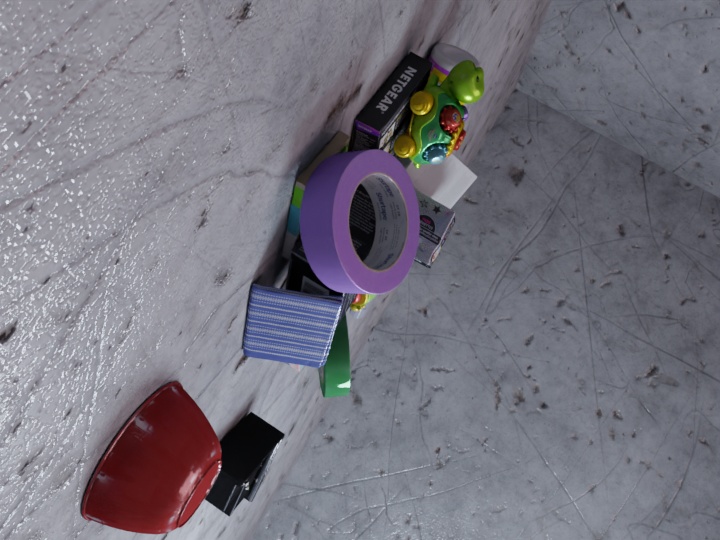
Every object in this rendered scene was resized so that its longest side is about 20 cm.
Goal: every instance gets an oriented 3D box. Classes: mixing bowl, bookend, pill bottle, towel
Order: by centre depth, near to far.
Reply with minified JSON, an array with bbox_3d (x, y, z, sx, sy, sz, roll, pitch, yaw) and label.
[{"bbox_3d":[-0.251,0.262,0.907,0.202,0.107,0.200,-58,172,-13],"label":"mixing bowl"},{"bbox_3d":[-0.111,0.090,1.112,0.201,0.142,0.024,109,-13,-50],"label":"towel"},{"bbox_3d":[0.156,-0.337,1.393,0.104,0.103,0.202,-49,166,-53],"label":"pill bottle"},{"bbox_3d":[-0.267,0.432,1.432,0.201,0.091,0.200,-64,170,21],"label":"bookend"}]

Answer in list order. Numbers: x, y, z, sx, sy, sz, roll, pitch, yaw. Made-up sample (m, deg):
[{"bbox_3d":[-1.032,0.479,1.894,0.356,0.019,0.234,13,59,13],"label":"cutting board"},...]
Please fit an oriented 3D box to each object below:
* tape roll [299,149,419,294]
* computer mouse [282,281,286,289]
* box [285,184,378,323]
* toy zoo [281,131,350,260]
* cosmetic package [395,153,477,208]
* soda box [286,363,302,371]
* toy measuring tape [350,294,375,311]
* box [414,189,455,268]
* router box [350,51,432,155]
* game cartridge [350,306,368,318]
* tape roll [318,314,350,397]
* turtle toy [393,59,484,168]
[{"bbox_3d":[0.004,-0.069,1.002,0.198,0.065,0.205,-2,92,-49],"label":"tape roll"},{"bbox_3d":[-0.082,-0.004,1.266,0.201,0.043,0.110,-56,172,-32],"label":"computer mouse"},{"bbox_3d":[-0.028,-0.033,1.142,0.201,0.103,0.149,-56,170,-34],"label":"box"},{"bbox_3d":[-0.072,-0.102,1.076,0.132,0.020,0.201,-55,170,-37],"label":"toy zoo"},{"bbox_3d":[0.139,-0.204,1.383,0.102,0.071,0.199,-49,144,11],"label":"cosmetic package"},{"bbox_3d":[-0.131,0.130,1.331,0.064,0.068,0.201,-57,171,-20],"label":"soda box"},{"bbox_3d":[0.000,0.000,1.314,0.074,0.072,0.203,-51,152,-47],"label":"toy measuring tape"},{"bbox_3d":[0.073,-0.104,1.332,0.116,0.198,0.132,-61,172,1],"label":"box"},{"bbox_3d":[0.049,-0.254,1.196,0.201,0.050,0.150,-56,169,-33],"label":"router box"},{"bbox_3d":[0.031,0.055,2.195,0.202,0.040,0.133,-62,175,3],"label":"game cartridge"},{"bbox_3d":[-0.055,0.131,1.290,0.200,0.047,0.205,175,-90,-81],"label":"tape roll"},{"bbox_3d":[0.139,-0.263,1.187,0.203,0.100,0.146,-67,170,25],"label":"turtle toy"}]
